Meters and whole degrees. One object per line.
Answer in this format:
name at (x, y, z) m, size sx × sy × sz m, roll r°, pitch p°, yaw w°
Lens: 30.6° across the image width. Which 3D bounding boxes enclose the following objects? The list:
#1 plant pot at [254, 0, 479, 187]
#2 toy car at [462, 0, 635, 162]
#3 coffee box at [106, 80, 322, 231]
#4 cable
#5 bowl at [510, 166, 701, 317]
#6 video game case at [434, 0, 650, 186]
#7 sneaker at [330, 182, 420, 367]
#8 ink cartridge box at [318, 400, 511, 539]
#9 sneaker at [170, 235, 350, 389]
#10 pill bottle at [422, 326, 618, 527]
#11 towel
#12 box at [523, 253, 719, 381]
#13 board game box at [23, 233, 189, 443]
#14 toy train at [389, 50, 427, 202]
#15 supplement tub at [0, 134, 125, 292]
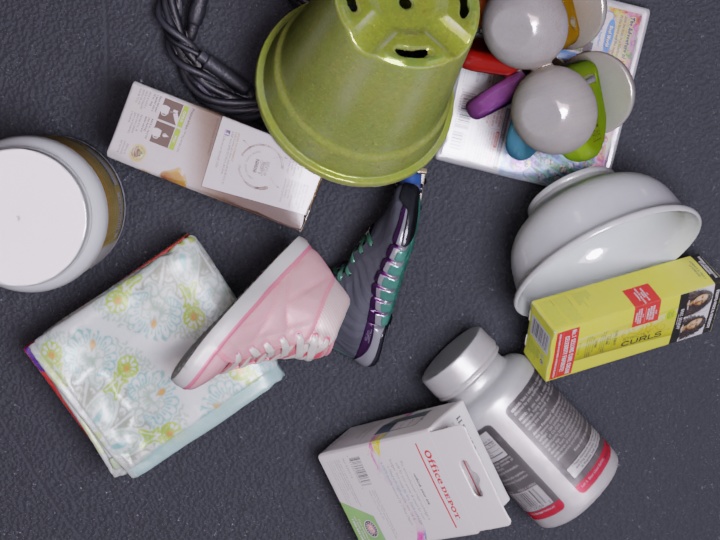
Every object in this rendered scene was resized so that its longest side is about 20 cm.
plant pot at (0.019, -0.202, 1.193) m, size 0.200 × 0.184 × 0.201 m, roll 5°, pitch 71°, yaw -14°
toy car at (0.164, -0.194, 1.274) m, size 0.150 × 0.175 × 0.200 m, roll -16°, pitch 98°, yaw 33°
coffee box at (-0.137, -0.112, 1.297) m, size 0.200 × 0.114 × 0.080 m, roll 21°, pitch 94°, yaw -4°
cable at (-0.113, -0.234, 1.318) m, size 0.163 × 0.051 × 0.200 m, roll -20°, pitch 97°, yaw -1°
bowl at (0.228, -0.040, 1.306) m, size 0.201 × 0.201 × 0.090 m, roll -22°, pitch 67°, yaw -1°
video game case at (0.186, -0.191, 1.352) m, size 0.182 × 0.024 × 0.200 m, roll 13°, pitch 94°, yaw -5°
sneaker at (0.000, 0.000, 1.323) m, size 0.087 × 0.074 × 0.200 m, roll 17°, pitch 111°, yaw 4°
ink cartridge box at (0.066, 0.202, 1.307) m, size 0.200 × 0.067 × 0.117 m, roll -19°, pitch 100°, yaw 42°
sneaker at (-0.084, 0.064, 1.258) m, size 0.105 × 0.075 × 0.200 m, roll 46°, pitch 57°, yaw -5°
pill bottle at (0.158, 0.156, 1.343) m, size 0.111 × 0.111 × 0.200 m, roll -43°, pitch 97°, yaw 2°
towel at (-0.201, 0.089, 1.301) m, size 0.200 × 0.048 × 0.171 m, roll -33°, pitch 98°, yaw 0°
box at (0.265, 0.046, 1.326) m, size 0.200 × 0.050 × 0.075 m, roll -13°, pitch 134°, yaw -19°
board game box at (-0.216, 0.080, 1.347) m, size 0.200 × 0.046 × 0.152 m, roll -36°, pitch 97°, yaw 1°
toy train at (0.060, -0.140, 1.339) m, size 0.034 × 0.046 × 0.200 m, roll 9°, pitch 96°, yaw -4°
supplement tub at (-0.305, -0.056, 1.250) m, size 0.144 × 0.200 × 0.145 m, roll 0°, pitch 96°, yaw -3°
